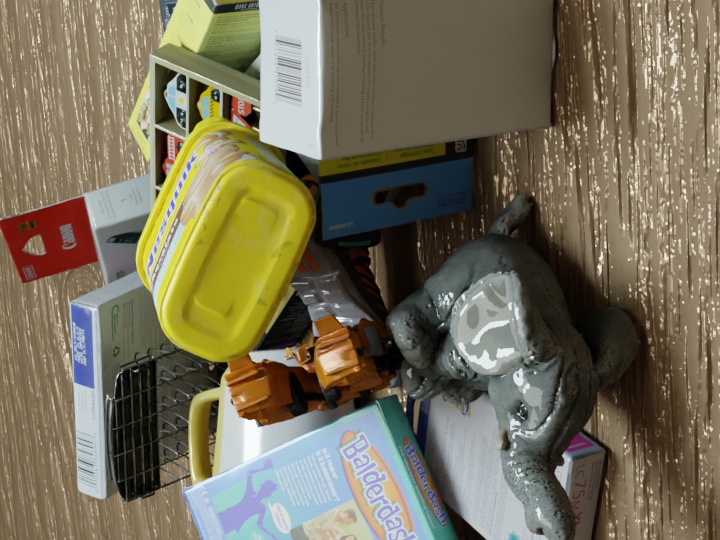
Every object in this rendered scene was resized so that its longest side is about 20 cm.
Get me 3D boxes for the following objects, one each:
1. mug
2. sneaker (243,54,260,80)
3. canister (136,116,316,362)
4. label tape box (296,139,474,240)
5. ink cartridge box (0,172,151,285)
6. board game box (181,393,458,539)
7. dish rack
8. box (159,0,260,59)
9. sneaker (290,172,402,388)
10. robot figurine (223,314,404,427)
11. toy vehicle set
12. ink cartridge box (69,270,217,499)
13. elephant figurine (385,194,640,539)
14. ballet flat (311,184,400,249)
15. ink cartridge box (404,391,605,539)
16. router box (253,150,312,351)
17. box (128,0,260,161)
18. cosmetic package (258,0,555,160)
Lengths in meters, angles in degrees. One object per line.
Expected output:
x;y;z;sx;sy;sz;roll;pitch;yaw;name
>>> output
-0.082;0.148;1.373;0.149;0.185;0.154;5;-99;-79;mug
-0.066;-0.156;1.305;0.200;0.072;0.072;-45;70;44;sneaker
-0.101;-0.026;1.128;0.149;0.086;0.200;-64;16;6;canister
0.014;-0.137;1.137;0.063;0.143;0.202;27;122;51;label tape box
-0.257;-0.026;1.524;0.200;0.172;0.044;105;145;-71;ink cartridge box
-0.030;0.209;1.247;0.199;0.045;0.153;-26;82;23;board game box
-0.171;0.130;1.478;0.054;0.199;0.155;16;114;39;dish rack
-0.124;-0.268;1.401;0.199;0.051;0.159;8;109;56;box
0.000;0.000;1.279;0.077;0.112;0.201;-2;132;31;sneaker
-0.027;0.073;1.159;0.200;0.144;0.059;14;-125;-79;robot figurine
-0.123;-0.082;1.314;0.124;0.027;0.201;24;131;22;toy vehicle set
-0.204;0.095;1.511;0.043;0.200;0.198;12;112;28;ink cartridge box
0.120;0.063;1.054;0.200;0.141;0.156;29;139;58;elephant figurine
0.007;-0.099;1.217;0.068;0.068;0.201;104;178;-63;ballet flat
0.104;0.144;1.185;0.200;0.042;0.120;34;128;46;ink cartridge box
-0.092;-0.047;1.423;0.201;0.052;0.157;64;146;23;router box
-0.135;-0.179;1.335;0.050;0.075;0.200;59;142;24;box
0.035;-0.146;1.051;0.081;0.199;0.114;22;116;52;cosmetic package
